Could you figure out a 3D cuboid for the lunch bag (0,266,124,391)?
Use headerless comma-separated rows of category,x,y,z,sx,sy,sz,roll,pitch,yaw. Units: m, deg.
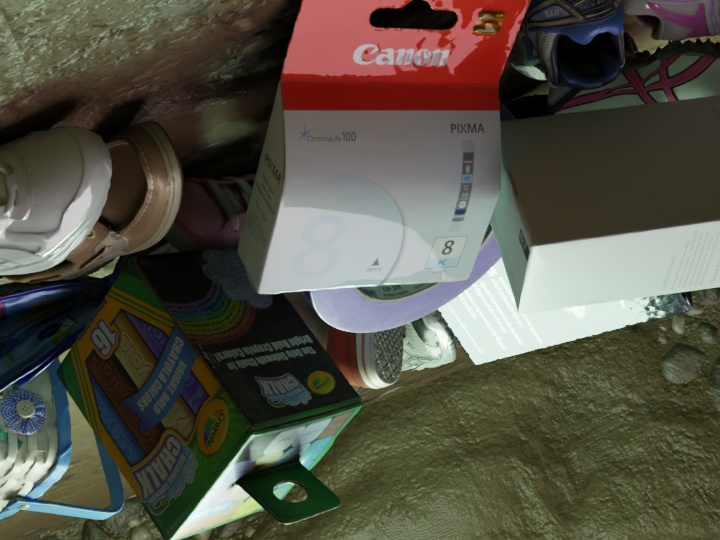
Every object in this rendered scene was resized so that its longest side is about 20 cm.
lunch bag,-0.265,0.042,1.085,0.199,0.095,0.150,-25,-174,-15

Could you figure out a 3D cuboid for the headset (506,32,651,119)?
headset,0.169,-0.136,1.235,0.123,0.095,0.199,-19,-175,-36

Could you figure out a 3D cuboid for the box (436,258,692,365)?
box,0.155,-0.022,1.194,0.198,0.105,0.148,-15,138,19

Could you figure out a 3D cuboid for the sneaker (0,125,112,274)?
sneaker,-0.242,-0.031,0.864,0.199,0.078,0.099,-26,165,13

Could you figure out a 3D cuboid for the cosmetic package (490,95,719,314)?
cosmetic package,0.191,-0.047,0.982,0.198,0.114,0.081,-7,143,-5

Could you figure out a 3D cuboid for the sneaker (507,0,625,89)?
sneaker,0.136,-0.154,0.978,0.077,0.086,0.200,-22,170,-1

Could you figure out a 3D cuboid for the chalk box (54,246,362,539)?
chalk box,-0.095,0.099,1.013,0.124,0.200,0.124,-7,144,-51

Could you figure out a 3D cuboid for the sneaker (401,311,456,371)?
sneaker,0.034,0.059,1.301,0.087,0.076,0.200,-12,165,-5

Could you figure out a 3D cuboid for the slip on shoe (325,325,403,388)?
slip on shoe,0.000,0.000,1.200,0.061,0.202,0.074,-9,159,31

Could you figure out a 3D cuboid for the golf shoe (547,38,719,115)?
golf shoe,0.226,-0.123,1.081,0.072,0.093,0.199,16,174,-42

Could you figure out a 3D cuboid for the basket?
basket,-0.297,0.131,1.261,0.139,0.178,0.199,-31,155,27

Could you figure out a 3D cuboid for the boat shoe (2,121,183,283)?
boat shoe,-0.183,-0.035,0.958,0.066,0.074,0.200,-20,170,-39

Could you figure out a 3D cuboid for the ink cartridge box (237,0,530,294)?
ink cartridge box,0.021,-0.079,0.904,0.159,0.047,0.201,-3,130,-27

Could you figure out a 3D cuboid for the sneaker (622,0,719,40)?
sneaker,0.229,-0.199,0.993,0.088,0.082,0.199,-23,163,29

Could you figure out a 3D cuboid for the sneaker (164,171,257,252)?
sneaker,-0.070,-0.056,1.106,0.105,0.076,0.200,-46,150,22

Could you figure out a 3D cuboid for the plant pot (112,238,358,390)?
plant pot,-0.113,0.033,1.221,0.186,0.188,0.200,-26,154,20

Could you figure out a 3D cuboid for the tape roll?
tape roll,0.029,-0.055,1.052,0.199,0.085,0.201,-26,147,-18
